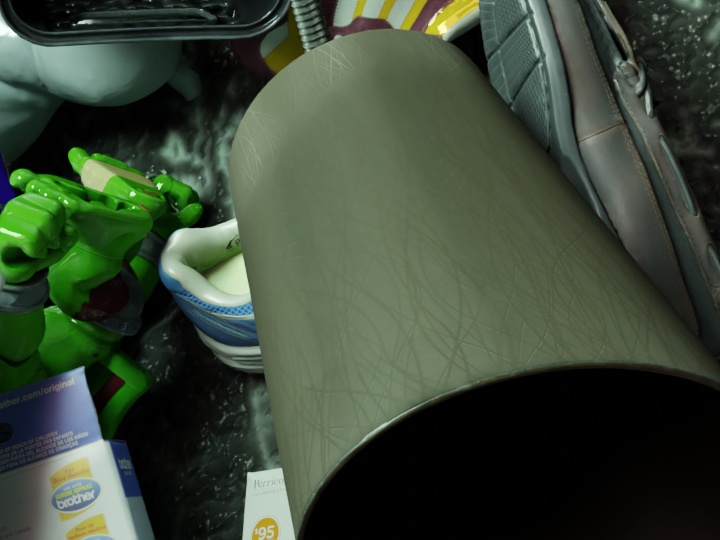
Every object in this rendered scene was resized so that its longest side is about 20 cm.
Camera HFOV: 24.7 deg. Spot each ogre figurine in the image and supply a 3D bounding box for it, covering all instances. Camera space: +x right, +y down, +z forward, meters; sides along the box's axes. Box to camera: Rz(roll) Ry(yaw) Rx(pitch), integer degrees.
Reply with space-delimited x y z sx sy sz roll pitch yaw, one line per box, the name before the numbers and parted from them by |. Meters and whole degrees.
ogre figurine | -0.134 0.015 0.758 0.200 0.097 0.121 -115 48 -75

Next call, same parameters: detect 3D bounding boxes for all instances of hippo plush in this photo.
hippo plush | -0.179 -0.134 0.865 0.159 0.159 0.202 -14 58 28

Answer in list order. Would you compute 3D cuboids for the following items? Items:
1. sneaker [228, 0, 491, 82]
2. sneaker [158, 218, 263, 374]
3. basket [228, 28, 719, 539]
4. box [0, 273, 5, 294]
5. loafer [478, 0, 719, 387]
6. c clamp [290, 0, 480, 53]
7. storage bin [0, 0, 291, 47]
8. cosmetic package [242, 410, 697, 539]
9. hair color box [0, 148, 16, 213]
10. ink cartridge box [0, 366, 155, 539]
sneaker | 0.018 -0.112 0.773 0.198 0.075 0.091 -13 53 29
sneaker | 0.000 0.000 0.724 0.198 0.077 0.076 -14 57 25
basket | 0.032 0.016 0.583 0.137 0.179 0.201 -58 36 29
box | -0.252 0.045 0.664 0.199 0.097 0.126 -9 57 45
loafer | 0.100 -0.046 0.659 0.062 0.072 0.202 -14 80 -14
c clamp | 0.002 -0.110 0.714 0.169 0.201 0.027 -16 25 15
storage bin | -0.100 -0.212 0.726 0.134 0.202 0.094 -4 33 -14
cosmetic package | 0.044 0.112 0.651 0.198 0.051 0.083 -13 58 29
hair color box | -0.270 -0.041 0.805 0.199 0.065 0.110 -24 76 23
ink cartridge box | -0.137 0.153 0.689 0.118 0.042 0.202 -19 84 5
